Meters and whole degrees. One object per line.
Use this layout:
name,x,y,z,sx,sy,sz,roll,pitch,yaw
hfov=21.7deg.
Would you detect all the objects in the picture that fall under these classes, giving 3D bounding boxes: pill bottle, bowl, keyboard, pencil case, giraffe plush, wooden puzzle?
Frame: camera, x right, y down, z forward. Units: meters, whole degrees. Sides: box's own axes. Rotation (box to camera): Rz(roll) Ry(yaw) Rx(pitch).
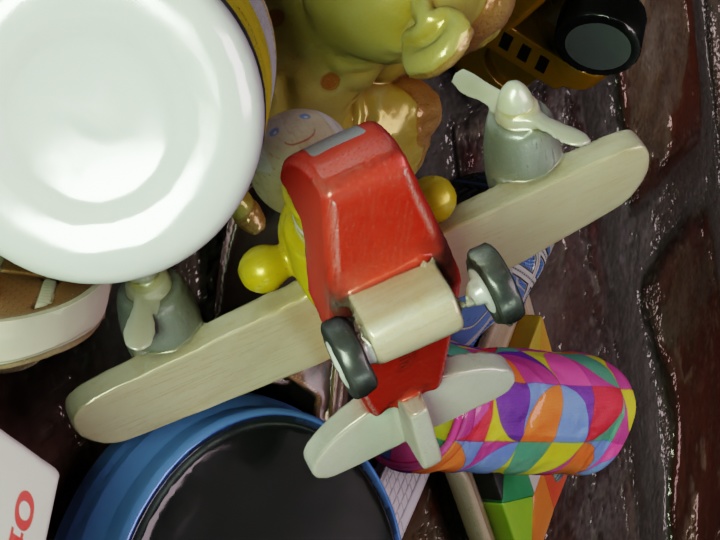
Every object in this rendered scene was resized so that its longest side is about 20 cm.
pill bottle,-0.087,-0.072,0.684,0.200,0.111,0.113,-95,176,-75
bowl,-0.053,0.155,0.833,0.200,0.039,0.202,1,89,-47
keyboard,0.037,0.103,1.162,0.200,0.011,0.057,-61,142,-50
pencil case,0.085,0.084,1.140,0.199,0.088,0.089,10,78,-52
giraffe plush,-0.002,-0.127,0.855,0.200,0.162,0.173,-32,92,-49
wooden puzzle,0.108,0.118,1.283,0.201,0.037,0.186,-70,150,-42

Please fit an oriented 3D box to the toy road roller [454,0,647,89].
toy road roller,0.092,-0.193,1.222,0.199,0.146,0.123,29,53,-19

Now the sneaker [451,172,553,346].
sneaker,0.082,-0.010,1.216,0.200,0.075,0.078,-36,131,-54

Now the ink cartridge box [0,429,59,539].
ink cartridge box,-0.184,0.091,0.560,0.200,0.084,0.146,49,44,-55

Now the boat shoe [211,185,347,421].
boat shoe,-0.038,0.050,0.916,0.070,0.070,0.201,-16,102,-70

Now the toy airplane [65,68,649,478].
toy airplane,0.000,0.000,0.765,0.199,0.199,0.142,-6,61,-48

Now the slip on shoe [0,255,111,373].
slip on shoe,-0.130,0.011,0.676,0.200,0.076,0.061,-94,-158,-75
